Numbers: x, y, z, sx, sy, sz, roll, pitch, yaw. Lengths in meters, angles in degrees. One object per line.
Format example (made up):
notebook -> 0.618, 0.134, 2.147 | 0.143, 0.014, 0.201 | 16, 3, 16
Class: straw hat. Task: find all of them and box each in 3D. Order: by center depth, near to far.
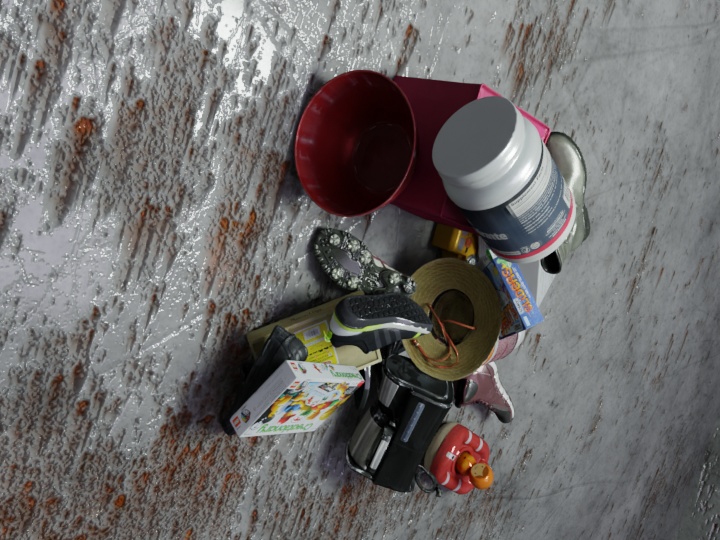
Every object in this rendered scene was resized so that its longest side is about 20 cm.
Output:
straw hat -> 0.162, 0.080, 1.091 | 0.084, 0.197, 0.207 | -3, 109, -62

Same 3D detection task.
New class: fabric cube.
fabric cube -> 0.151, -0.177, 1.013 | 0.197, 0.197, 0.202 | 15, 95, -42

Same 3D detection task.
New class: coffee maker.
coffee maker -> 0.090, 0.272, 1.112 | 0.187, 0.136, 0.204 | 16, 113, -23

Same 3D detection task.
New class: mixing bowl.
mixing bowl -> 0.012, -0.175, 0.920 | 0.108, 0.196, 0.206 | 4, 104, -61

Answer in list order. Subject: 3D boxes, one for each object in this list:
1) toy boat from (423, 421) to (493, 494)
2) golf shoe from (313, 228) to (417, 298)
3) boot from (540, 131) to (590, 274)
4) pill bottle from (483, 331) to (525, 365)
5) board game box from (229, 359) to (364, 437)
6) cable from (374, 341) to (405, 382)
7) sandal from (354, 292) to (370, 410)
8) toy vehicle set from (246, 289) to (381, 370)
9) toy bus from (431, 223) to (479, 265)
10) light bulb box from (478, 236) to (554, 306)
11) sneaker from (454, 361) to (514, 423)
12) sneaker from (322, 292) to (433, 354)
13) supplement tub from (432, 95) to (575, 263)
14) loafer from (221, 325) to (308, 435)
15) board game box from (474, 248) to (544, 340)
toy boat -> 0.226, 0.414, 1.331 | 0.199, 0.129, 0.133 | 39, 80, -41
golf shoe -> 0.000, 0.000, 1.037 | 0.198, 0.088, 0.078 | 35, 90, -19
boot -> 0.314, -0.108, 1.005 | 0.130, 0.066, 0.205 | -35, 113, -43
pill bottle -> 0.245, 0.123, 1.238 | 0.198, 0.112, 0.118 | -3, 108, -54
board game box -> -0.088, 0.192, 0.938 | 0.126, 0.035, 0.199 | -46, 153, 14
cable -> 0.108, 0.173, 1.200 | 0.196, 0.050, 0.169 | -3, 107, -39
sandal -> -0.010, 0.138, 1.086 | 0.046, 0.075, 0.208 | 0, 99, -13
toy vehicle set -> -0.070, 0.123, 0.999 | 0.195, 0.027, 0.127 | -20, 119, -10
toy bus -> 0.189, -0.093, 1.164 | 0.077, 0.064, 0.206 | 10, 98, -41
light bulb box -> 0.316, -0.074, 1.185 | 0.201, 0.122, 0.202 | -50, 145, -36
sneaker -> 0.255, 0.276, 1.356 | 0.114, 0.075, 0.203 | -36, 115, -18
sneaker -> 0.024, 0.086, 0.973 | 0.196, 0.072, 0.084 | 8, 126, -37
supplement tub -> 0.195, -0.117, 0.845 | 0.200, 0.139, 0.142 | 42, 78, -40
loafer -> -0.154, 0.167, 0.946 | 0.202, 0.070, 0.068 | -52, 168, 23
board game box -> 0.239, 0.040, 1.055 | 0.034, 0.200, 0.139 | -23, 79, -4
